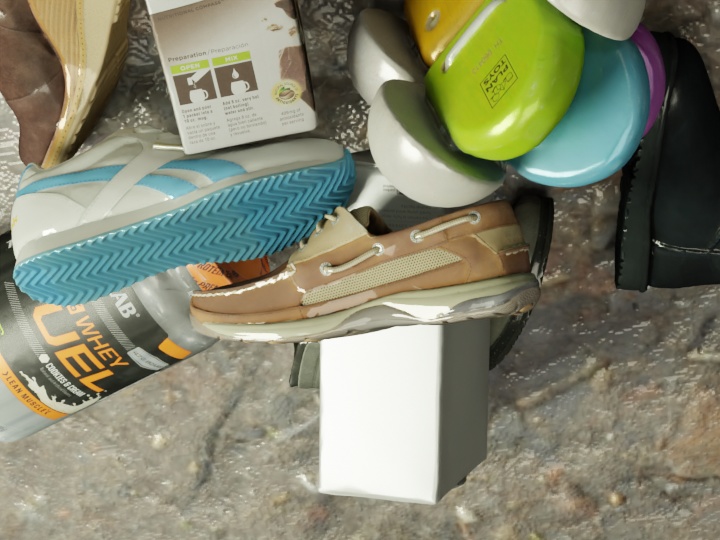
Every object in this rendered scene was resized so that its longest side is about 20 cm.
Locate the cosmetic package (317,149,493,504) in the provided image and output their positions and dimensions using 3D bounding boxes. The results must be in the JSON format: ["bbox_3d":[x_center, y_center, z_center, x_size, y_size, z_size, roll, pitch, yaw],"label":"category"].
[{"bbox_3d":[0.029,0.030,1.196,0.081,0.113,0.200,6,99,19],"label":"cosmetic package"}]

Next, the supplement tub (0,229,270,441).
[{"bbox_3d":[-0.164,0.015,1.232,0.200,0.123,0.123,-27,123,18],"label":"supplement tub"}]

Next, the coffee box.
[{"bbox_3d":[-0.082,-0.181,1.081,0.080,0.113,0.200,-12,125,1],"label":"coffee box"}]

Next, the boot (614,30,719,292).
[{"bbox_3d":[0.243,-0.060,1.205,0.168,0.076,0.200,1,134,3],"label":"boot"}]

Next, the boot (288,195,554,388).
[{"bbox_3d":[0.034,0.020,1.278,0.131,0.068,0.200,23,121,-7],"label":"boot"}]

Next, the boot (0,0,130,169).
[{"bbox_3d":[-0.219,-0.152,1.153,0.166,0.072,0.200,26,138,1],"label":"boot"}]

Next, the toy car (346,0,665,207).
[{"bbox_3d":[0.095,-0.120,1.087,0.150,0.200,0.175,28,116,-26],"label":"toy car"}]

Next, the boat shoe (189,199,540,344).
[{"bbox_3d":[0.000,0.000,1.109,0.200,0.076,0.072,-8,89,14],"label":"boat shoe"}]

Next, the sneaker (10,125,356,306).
[{"bbox_3d":[-0.102,-0.047,1.124,0.200,0.081,0.077,-13,147,2],"label":"sneaker"}]
